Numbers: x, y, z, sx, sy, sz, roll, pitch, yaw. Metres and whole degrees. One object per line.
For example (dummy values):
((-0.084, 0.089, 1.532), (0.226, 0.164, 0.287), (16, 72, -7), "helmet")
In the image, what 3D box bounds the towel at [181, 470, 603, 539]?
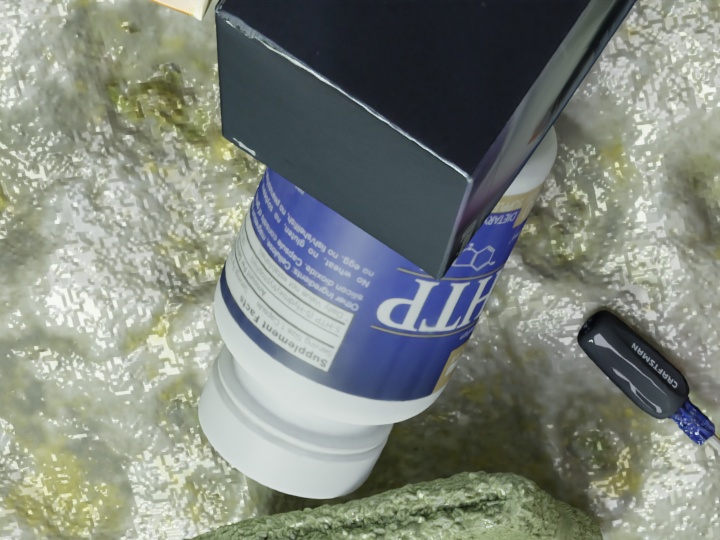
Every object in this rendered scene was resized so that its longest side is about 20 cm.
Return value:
((0.008, 0.138, 1.409), (0.199, 0.148, 0.037), (-13, 71, 17), "towel")

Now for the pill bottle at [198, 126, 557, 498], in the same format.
((0.000, 0.000, 1.333), (0.119, 0.120, 0.201), (23, 120, -3), "pill bottle")

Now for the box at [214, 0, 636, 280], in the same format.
((0.044, -0.122, 1.149), (0.123, 0.200, 0.199), (35, 81, 5), "box")

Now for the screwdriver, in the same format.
((0.179, 0.092, 1.400), (0.200, 0.029, 0.028), (44, 116, -9), "screwdriver")

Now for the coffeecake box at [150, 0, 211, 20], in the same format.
((-0.132, -0.221, 1.262), (0.199, 0.073, 0.154), (21, 119, -2), "coffeecake box")
